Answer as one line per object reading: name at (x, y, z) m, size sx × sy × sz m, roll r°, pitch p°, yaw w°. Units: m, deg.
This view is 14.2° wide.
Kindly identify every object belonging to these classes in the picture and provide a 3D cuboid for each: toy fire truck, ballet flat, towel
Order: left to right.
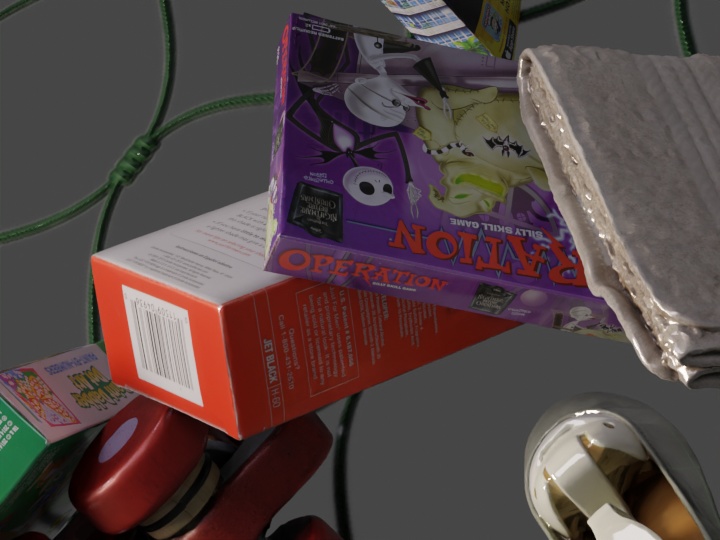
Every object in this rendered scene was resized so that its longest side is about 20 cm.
toy fire truck at (-0.099, 0.124, 1.251) m, size 0.200 × 0.112 × 0.168 m, roll -48°, pitch 18°, yaw 0°
ballet flat at (0.102, 0.095, 1.097) m, size 0.067 × 0.064 × 0.200 m, roll -42°, pitch 37°, yaw 8°
towel at (0.145, -0.021, 1.115) m, size 0.200 × 0.132 × 0.035 m, roll -108°, pitch 28°, yaw -49°

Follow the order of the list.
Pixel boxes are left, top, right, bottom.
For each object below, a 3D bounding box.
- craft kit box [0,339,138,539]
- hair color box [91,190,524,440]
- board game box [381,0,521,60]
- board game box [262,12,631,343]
craft kit box at (-0.180, 0.122, 1.259) m, size 0.200 × 0.048 × 0.197 m, roll -49°, pitch -3°, yaw 11°
hair color box at (0.000, 0.000, 1.196) m, size 0.199 × 0.062 × 0.101 m, roll -21°, pitch 24°, yaw -31°
board game box at (0.004, -0.219, 1.359) m, size 0.061 × 0.200 × 0.201 m, roll -18°, pitch 46°, yaw 33°
board game box at (0.062, -0.033, 1.158) m, size 0.032 × 0.199 × 0.121 m, roll 117°, pitch 160°, yaw -53°
